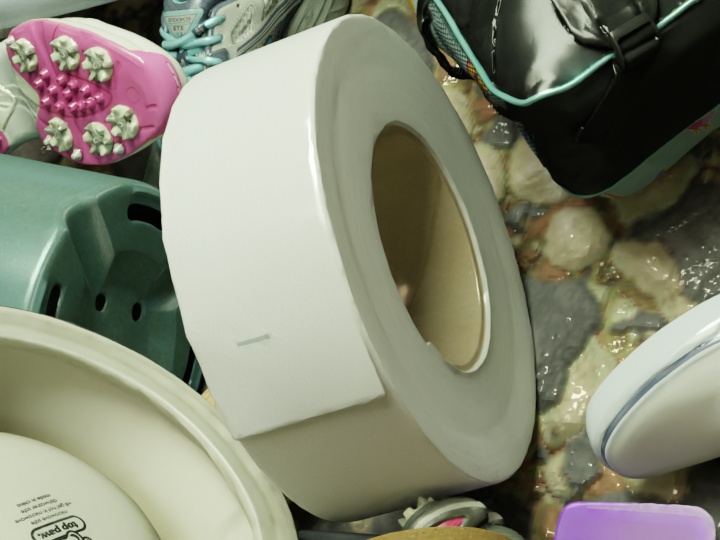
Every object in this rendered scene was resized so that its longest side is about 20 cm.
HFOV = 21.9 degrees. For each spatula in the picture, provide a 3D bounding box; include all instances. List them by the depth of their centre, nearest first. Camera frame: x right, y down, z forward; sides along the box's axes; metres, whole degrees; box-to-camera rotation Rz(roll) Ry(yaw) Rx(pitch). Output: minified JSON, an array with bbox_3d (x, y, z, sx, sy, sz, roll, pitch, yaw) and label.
[{"bbox_3d":[0.049,0.122,0.770,0.200,0.021,0.057,-3,72,35],"label":"spatula"}]

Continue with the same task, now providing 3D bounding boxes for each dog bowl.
[{"bbox_3d":[-0.127,0.104,0.716,0.074,0.200,0.200,-58,40,26],"label":"dog bowl"}]

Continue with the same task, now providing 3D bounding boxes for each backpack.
[{"bbox_3d":[0.104,-0.146,0.830,0.176,0.153,0.200,-39,60,3],"label":"backpack"}]

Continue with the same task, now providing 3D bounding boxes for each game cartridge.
[{"bbox_3d":[-0.174,-0.158,1.021,0.133,0.042,0.200,-11,11,-7],"label":"game cartridge"}]

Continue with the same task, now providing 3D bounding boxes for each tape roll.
[{"bbox_3d":[0.000,0.000,0.765,0.071,0.202,0.202,-18,51,22],"label":"tape roll"}]

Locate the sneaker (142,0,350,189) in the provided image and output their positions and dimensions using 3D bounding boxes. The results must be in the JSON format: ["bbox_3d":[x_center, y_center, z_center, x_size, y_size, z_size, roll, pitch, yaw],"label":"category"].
[{"bbox_3d":[-0.081,-0.103,0.970,0.078,0.086,0.200,4,62,36],"label":"sneaker"}]

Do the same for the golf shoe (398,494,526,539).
[{"bbox_3d":[-0.004,0.178,0.730,0.200,0.077,0.088,-45,67,13],"label":"golf shoe"}]

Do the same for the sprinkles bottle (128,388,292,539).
[{"bbox_3d":[-0.090,0.119,0.833,0.200,0.068,0.068,-44,46,-1],"label":"sprinkles bottle"}]

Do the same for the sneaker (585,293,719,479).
[{"bbox_3d":[0.181,0.041,0.704,0.200,0.073,0.071,-25,45,17],"label":"sneaker"}]

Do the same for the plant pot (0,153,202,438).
[{"bbox_3d":[-0.193,0.023,0.896,0.196,0.200,0.200,7,63,28],"label":"plant pot"}]

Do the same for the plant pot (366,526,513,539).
[{"bbox_3d":[0.035,0.191,0.603,0.186,0.186,0.200,-24,55,17],"label":"plant pot"}]

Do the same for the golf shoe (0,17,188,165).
[{"bbox_3d":[-0.140,-0.099,0.938,0.092,0.075,0.200,-28,22,-37],"label":"golf shoe"}]
